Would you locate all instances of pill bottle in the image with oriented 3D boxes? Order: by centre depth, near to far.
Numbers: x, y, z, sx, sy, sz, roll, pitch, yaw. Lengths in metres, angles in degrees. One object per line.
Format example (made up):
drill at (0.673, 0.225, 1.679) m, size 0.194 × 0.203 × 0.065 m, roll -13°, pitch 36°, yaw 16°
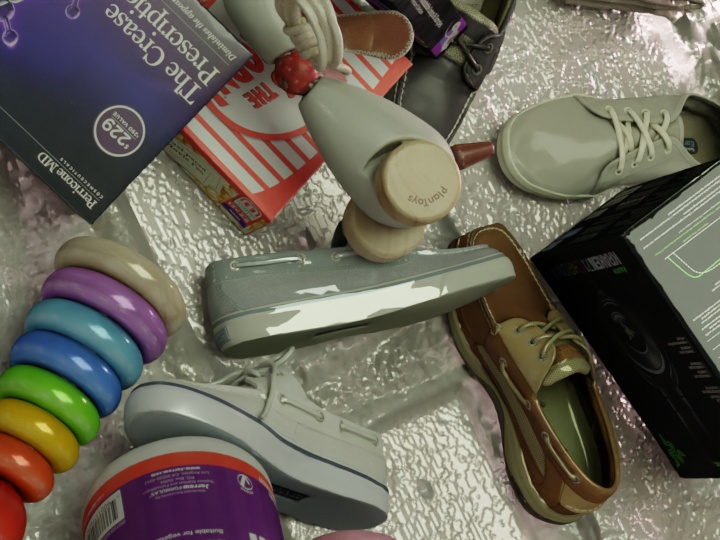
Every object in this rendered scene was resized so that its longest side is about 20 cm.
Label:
pill bottle at (-0.088, 0.195, 1.332) m, size 0.112 × 0.112 × 0.200 m, roll 14°, pitch 39°, yaw -28°

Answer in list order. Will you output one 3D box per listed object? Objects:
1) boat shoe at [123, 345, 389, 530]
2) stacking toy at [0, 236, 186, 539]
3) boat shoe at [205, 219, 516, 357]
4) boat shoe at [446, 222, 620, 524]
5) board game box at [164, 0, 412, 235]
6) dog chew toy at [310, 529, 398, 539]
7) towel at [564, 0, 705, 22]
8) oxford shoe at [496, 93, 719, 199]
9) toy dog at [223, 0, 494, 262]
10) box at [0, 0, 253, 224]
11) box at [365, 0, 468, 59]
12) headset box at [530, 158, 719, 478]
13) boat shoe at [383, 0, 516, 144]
boat shoe at (-0.057, 0.085, 1.445) m, size 0.202 × 0.075 × 0.086 m, roll 25°, pitch 55°, yaw -37°
stacking toy at (-0.180, 0.080, 1.379) m, size 0.085 × 0.085 × 0.200 m, roll 38°, pitch 63°, yaw -16°
boat shoe at (-0.001, 0.000, 1.505) m, size 0.201 × 0.070 × 0.072 m, roll -12°, pitch 78°, yaw -20°
boat shoe at (0.120, 0.063, 1.569) m, size 0.076 × 0.074 × 0.200 m, roll -19°, pitch 85°, yaw -35°
board game box at (-0.087, -0.146, 1.516) m, size 0.200 × 0.046 × 0.152 m, roll 45°, pitch 65°, yaw -12°
dog chew toy at (0.028, 0.243, 1.434) m, size 0.200 × 0.125 × 0.125 m, roll 42°, pitch 57°, yaw -24°
towel at (0.180, -0.278, 1.741) m, size 0.133 × 0.034 × 0.200 m, roll 5°, pitch 71°, yaw -32°
oxford shoe at (0.183, -0.090, 1.668) m, size 0.200 × 0.058 × 0.075 m, roll -3°, pitch 80°, yaw -30°
toy dog at (0.009, -0.105, 1.449) m, size 0.096 × 0.132 × 0.200 m, roll -33°, pitch 109°, yaw -24°
box at (-0.183, -0.146, 1.411) m, size 0.200 × 0.079 × 0.141 m, roll 43°, pitch 91°, yaw -11°
box at (-0.009, -0.203, 1.489) m, size 0.143 × 0.200 × 0.036 m, roll 42°, pitch 91°, yaw 12°
headset box at (0.226, 0.041, 1.574) m, size 0.093 × 0.174 × 0.200 m, roll -36°, pitch 96°, yaw -15°
boat shoe at (0.061, -0.159, 1.609) m, size 0.072 × 0.065 × 0.200 m, roll 33°, pitch 61°, yaw -20°
